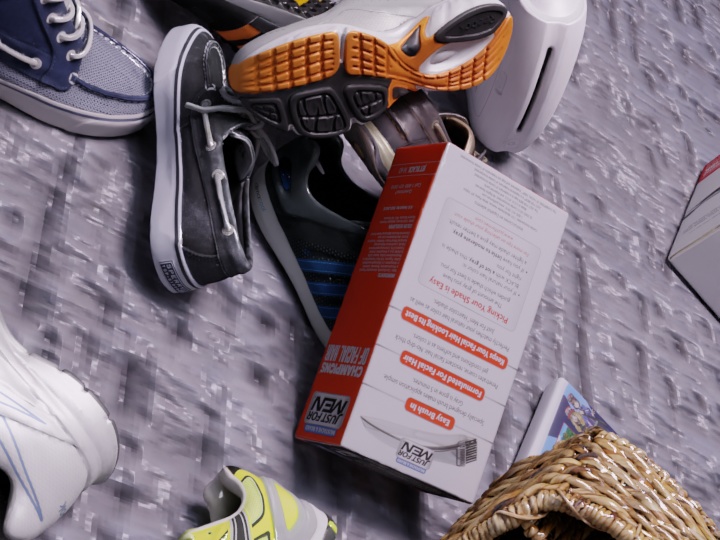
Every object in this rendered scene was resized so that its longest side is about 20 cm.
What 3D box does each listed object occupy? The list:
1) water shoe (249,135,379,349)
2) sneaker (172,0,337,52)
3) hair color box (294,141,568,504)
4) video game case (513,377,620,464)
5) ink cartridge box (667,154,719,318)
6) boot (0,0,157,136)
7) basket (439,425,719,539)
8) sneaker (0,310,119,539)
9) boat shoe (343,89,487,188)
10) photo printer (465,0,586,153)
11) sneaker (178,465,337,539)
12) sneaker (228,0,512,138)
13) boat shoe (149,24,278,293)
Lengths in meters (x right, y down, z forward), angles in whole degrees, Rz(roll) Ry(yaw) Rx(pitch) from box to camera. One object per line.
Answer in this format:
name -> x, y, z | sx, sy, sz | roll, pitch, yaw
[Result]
water shoe -> 0.000, 0.000, 0.942 | 0.201, 0.079, 0.071 | 55, 38, 4
sneaker -> -0.069, -0.160, 1.011 | 0.198, 0.091, 0.070 | 22, 26, 3
hair color box -> 0.047, 0.033, 0.900 | 0.110, 0.064, 0.202 | 27, 76, -29
video game case -> 0.175, 0.200, 1.010 | 0.182, 0.023, 0.200 | 45, 39, -9
ink cartridge box -> 0.391, -0.027, 1.367 | 0.144, 0.084, 0.200 | 47, 37, -8
boot -> -0.191, -0.148, 0.853 | 0.199, 0.090, 0.073 | 15, 50, -38
basket -> 0.142, 0.218, 0.843 | 0.149, 0.143, 0.201 | -37, 91, -42
sneaker -> -0.208, 0.051, 0.692 | 0.200, 0.074, 0.087 | 45, 43, -9
boat shoe -> 0.059, -0.072, 1.016 | 0.075, 0.073, 0.200 | 55, 8, 24
photo printer -> 0.133, -0.213, 1.187 | 0.069, 0.167, 0.201 | 4, 52, -11
sneaker -> -0.077, 0.182, 0.731 | 0.076, 0.076, 0.200 | 37, 29, -7
sneaker -> -0.003, -0.148, 0.922 | 0.199, 0.076, 0.092 | -15, 40, -27
boat shoe -> -0.092, -0.081, 0.900 | 0.074, 0.067, 0.201 | 60, 23, -48
